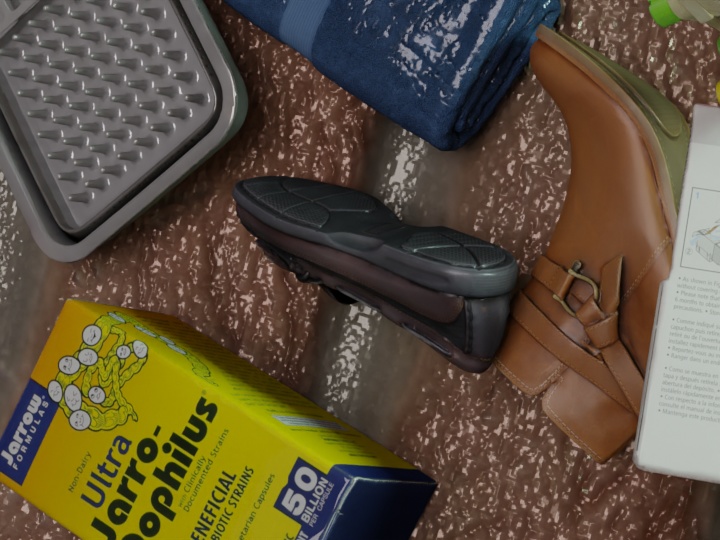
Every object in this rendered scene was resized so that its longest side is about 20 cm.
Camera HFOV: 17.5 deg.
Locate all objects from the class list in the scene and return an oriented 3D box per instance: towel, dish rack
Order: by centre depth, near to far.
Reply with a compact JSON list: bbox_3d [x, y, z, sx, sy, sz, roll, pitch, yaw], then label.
[{"bbox_3d":[0.003,-0.159,1.274,0.200,0.048,0.112,37,101,24],"label":"towel"},{"bbox_3d":[-0.150,-0.123,1.343,0.171,0.043,0.201,-37,70,28],"label":"dish rack"}]

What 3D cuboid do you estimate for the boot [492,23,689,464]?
[{"bbox_3d":[0.115,-0.015,1.201,0.155,0.074,0.200,-47,65,18],"label":"boot"}]

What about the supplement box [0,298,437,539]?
[{"bbox_3d":[-0.081,0.111,1.257,0.200,0.109,0.109,30,97,26],"label":"supplement box"}]

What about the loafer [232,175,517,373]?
[{"bbox_3d":[0.000,0.000,1.240,0.200,0.072,0.063,22,115,44],"label":"loafer"}]

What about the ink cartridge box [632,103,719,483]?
[{"bbox_3d":[0.241,0.023,1.115,0.199,0.045,0.177,9,89,6],"label":"ink cartridge box"}]

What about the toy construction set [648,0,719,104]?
[{"bbox_3d":[0.183,-0.169,1.120,0.092,0.131,0.201,-35,37,26],"label":"toy construction set"}]
